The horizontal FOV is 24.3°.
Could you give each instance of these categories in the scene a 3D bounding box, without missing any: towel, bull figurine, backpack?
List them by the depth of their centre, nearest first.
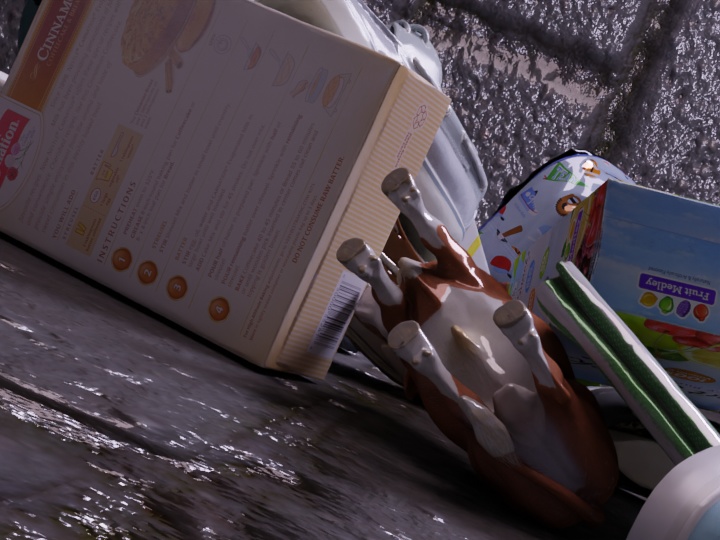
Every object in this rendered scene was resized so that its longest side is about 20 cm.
[{"bbox_3d":[0.044,0.032,0.723,0.122,0.065,0.200,52,-4,-37],"label":"bull figurine"},{"bbox_3d":[0.146,0.081,0.729,0.153,0.023,0.200,51,4,27],"label":"towel"},{"bbox_3d":[0.161,0.008,1.326,0.154,0.191,0.200,45,14,34],"label":"backpack"}]

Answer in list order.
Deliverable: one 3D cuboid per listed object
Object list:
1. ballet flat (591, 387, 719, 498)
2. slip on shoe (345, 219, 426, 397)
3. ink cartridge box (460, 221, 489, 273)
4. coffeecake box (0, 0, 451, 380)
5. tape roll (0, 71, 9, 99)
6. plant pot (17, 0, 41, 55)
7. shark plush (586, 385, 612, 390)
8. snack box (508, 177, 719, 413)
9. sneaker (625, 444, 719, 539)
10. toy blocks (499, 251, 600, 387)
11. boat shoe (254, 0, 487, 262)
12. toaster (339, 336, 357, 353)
[{"bbox_3d":[0.206,0.121,0.933,0.199,0.068,0.068,14,11,7],"label":"ballet flat"},{"bbox_3d":[0.000,0.000,0.917,0.200,0.076,0.060,44,-24,-27],"label":"slip on shoe"},{"bbox_3d":[0.006,-0.040,1.192,0.145,0.084,0.200,36,-13,23],"label":"ink cartridge box"},{"bbox_3d":[-0.081,-0.059,0.826,0.199,0.154,0.073,26,2,24],"label":"coffeecake box"},{"bbox_3d":[-0.260,-0.097,0.913,0.201,0.071,0.202,25,3,-1],"label":"tape roll"},{"bbox_3d":[-0.152,-0.168,1.276,0.199,0.201,0.188,25,18,23],"label":"plant pot"},{"bbox_3d":[0.164,0.091,1.085,0.083,0.092,0.200,-7,2,12],"label":"shark plush"},{"bbox_3d":[0.172,0.023,0.850,0.167,0.068,0.200,13,-10,-4],"label":"snack box"},{"bbox_3d":[0.170,0.113,0.567,0.199,0.074,0.082,21,1,-42],"label":"sneaker"},{"bbox_3d":[0.126,0.034,1.100,0.199,0.101,0.137,-3,-3,12],"label":"toy blocks"},{"bbox_3d":[0.011,-0.097,0.908,0.070,0.072,0.201,7,-41,43],"label":"boat shoe"},{"bbox_3d":[-0.050,-0.038,0.989,0.113,0.130,0.200,25,3,37],"label":"toaster"}]
